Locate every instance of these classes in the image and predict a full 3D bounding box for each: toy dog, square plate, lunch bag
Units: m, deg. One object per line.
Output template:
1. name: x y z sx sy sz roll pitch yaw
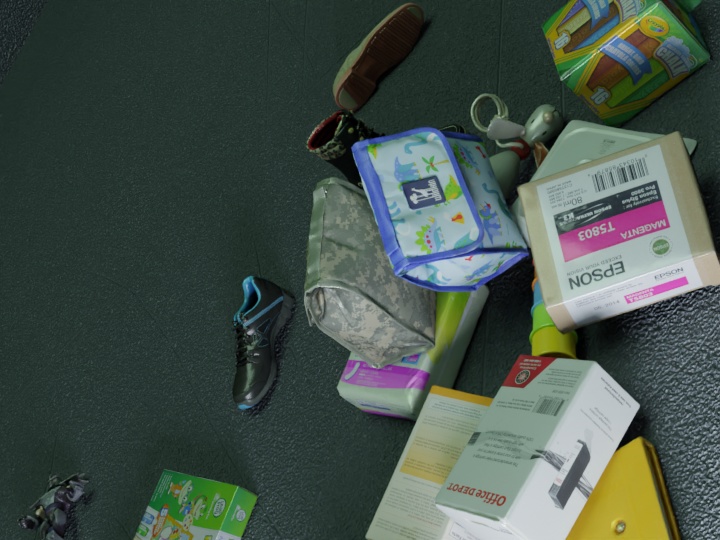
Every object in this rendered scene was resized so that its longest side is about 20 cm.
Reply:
1. toy dog: 0.185 -0.140 1.810 0.096 0.130 0.202 93 -162 -81
2. square plate: 0.278 -0.103 1.697 0.199 0.028 0.199 17 65 46
3. lunch bag: 0.086 -0.073 1.672 0.127 0.198 0.172 -37 64 38
4. lunch bag: 0.000 0.000 1.725 0.117 0.199 0.166 -22 48 35

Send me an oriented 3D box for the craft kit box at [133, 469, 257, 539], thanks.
1. craft kit box: -0.250 0.389 1.961 0.196 0.048 0.202 2 64 48

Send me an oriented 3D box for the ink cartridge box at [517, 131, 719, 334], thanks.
1. ink cartridge box: 0.290 -0.043 1.567 0.198 0.075 0.167 -19 58 15

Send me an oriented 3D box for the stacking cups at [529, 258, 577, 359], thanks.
1. stacking cups: 0.226 0.037 1.670 0.060 0.060 0.202 -30 38 31

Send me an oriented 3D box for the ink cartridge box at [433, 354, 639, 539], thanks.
1. ink cartridge box: 0.188 0.199 1.513 0.201 0.084 0.144 -56 23 -17

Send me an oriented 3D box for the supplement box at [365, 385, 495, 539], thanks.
1. supplement box: 0.105 0.246 1.624 0.125 0.073 0.202 8 68 52

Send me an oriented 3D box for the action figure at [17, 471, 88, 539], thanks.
1. action figure: -0.487 0.394 2.218 0.130 0.069 0.201 -45 33 23

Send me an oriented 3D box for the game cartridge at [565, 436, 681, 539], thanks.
1. game cartridge: 0.241 0.295 1.464 0.199 0.032 0.178 -38 38 28

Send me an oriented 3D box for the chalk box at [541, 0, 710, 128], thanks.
1. chalk box: 0.346 -0.300 1.740 0.199 0.124 0.125 -37 38 26

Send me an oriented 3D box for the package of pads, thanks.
1. package of pads: 0.066 0.091 1.805 0.154 0.068 0.202 4 64 50

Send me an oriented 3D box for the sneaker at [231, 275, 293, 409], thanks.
1. sneaker: -0.163 0.104 2.054 0.073 0.082 0.202 -15 52 40

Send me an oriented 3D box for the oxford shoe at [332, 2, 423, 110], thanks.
1. oxford shoe: 0.020 -0.350 2.220 0.200 0.071 0.074 -47 33 12

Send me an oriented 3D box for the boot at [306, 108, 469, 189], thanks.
1. boot: 0.038 -0.176 1.980 0.202 0.153 0.074 -26 44 35
